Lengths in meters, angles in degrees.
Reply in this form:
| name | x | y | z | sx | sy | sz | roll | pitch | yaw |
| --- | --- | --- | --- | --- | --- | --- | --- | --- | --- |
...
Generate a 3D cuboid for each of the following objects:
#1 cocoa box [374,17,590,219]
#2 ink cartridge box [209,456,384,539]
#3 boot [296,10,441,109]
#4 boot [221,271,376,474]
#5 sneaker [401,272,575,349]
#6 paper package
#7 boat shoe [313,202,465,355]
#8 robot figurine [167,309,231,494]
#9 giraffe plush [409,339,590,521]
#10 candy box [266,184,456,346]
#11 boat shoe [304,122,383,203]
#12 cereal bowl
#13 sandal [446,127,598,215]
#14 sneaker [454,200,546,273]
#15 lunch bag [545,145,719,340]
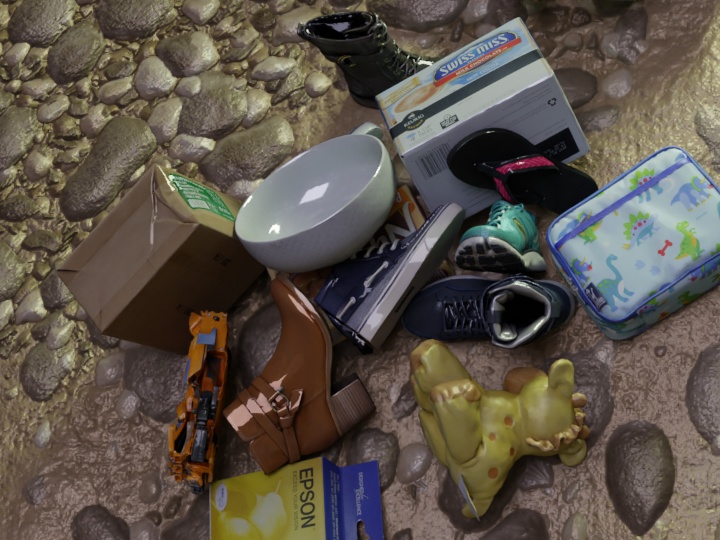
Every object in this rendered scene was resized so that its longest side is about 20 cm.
| name | x | y | z | sx | sy | sz | roll | pitch | yaw |
| --- | --- | --- | --- | --- | --- | --- | --- | --- | --- |
| cocoa box | 0.140 | -0.171 | 1.745 | 0.199 | 0.134 | 0.132 | -28 | 41 | 7 |
| ink cartridge box | -0.073 | 0.311 | 1.675 | 0.198 | 0.047 | 0.199 | -17 | 52 | 16 |
| boot | 0.039 | -0.255 | 1.807 | 0.198 | 0.174 | 0.070 | -1 | 69 | 19 |
| boot | -0.093 | 0.119 | 1.713 | 0.154 | 0.077 | 0.201 | -31 | 97 | -1 |
| sneaker | 0.128 | 0.046 | 1.667 | 0.200 | 0.146 | 0.078 | -7 | 93 | 17 |
| paper package | -0.223 | -0.009 | 1.768 | 0.191 | 0.200 | 0.104 | -46 | 65 | 11 |
| boat shoe | 0.029 | -0.011 | 1.707 | 0.092 | 0.075 | 0.201 | 35 | 86 | 18 |
| robot figurine | -0.187 | 0.158 | 1.743 | 0.058 | 0.145 | 0.202 | 8 | 58 | -1 |
| giraffe plush | 0.159 | 0.158 | 1.623 | 0.161 | 0.173 | 0.201 | -20 | 58 | -8 |
| candy box | 0.000 | 0.000 | 1.785 | 0.199 | 0.055 | 0.116 | -29 | 66 | 6 |
| boat shoe | -0.057 | -0.114 | 1.843 | 0.200 | 0.071 | 0.064 | -47 | 63 | -1 |
| cereal bowl | -0.041 | -0.064 | 1.718 | 0.199 | 0.084 | 0.201 | -25 | 27 | 14 |
| sandal | 0.190 | -0.104 | 1.692 | 0.075 | 0.198 | 0.045 | -58 | 28 | 27 |
| sneaker | 0.154 | -0.038 | 1.665 | 0.077 | 0.200 | 0.081 | -1 | 89 | 20 |
| lunch bag | 0.317 | -0.033 | 1.675 | 0.199 | 0.083 | 0.162 | -31 | 61 | 3 |
